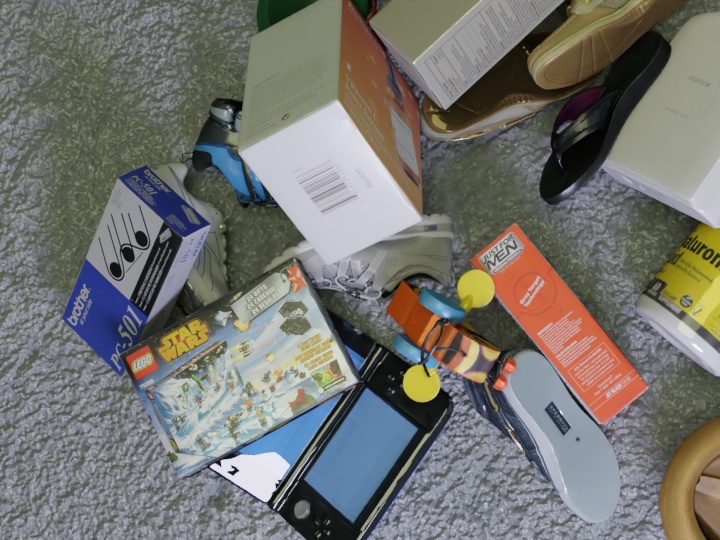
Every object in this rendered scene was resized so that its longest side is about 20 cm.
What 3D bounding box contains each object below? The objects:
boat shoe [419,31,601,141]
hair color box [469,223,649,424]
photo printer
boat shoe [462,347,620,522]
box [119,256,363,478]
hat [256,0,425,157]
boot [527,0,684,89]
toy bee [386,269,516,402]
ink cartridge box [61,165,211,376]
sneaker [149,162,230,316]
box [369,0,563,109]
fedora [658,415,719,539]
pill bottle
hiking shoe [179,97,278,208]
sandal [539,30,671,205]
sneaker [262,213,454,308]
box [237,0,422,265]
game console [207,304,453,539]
[{"bbox_3d":[0.146,-0.182,1.574,0.199,0.066,0.074,-19,82,-15],"label":"boat shoe"},{"bbox_3d":[0.191,0.054,1.530,0.061,0.102,0.200,-39,82,2],"label":"hair color box"},{"bbox_3d":[0.337,-0.154,1.506,0.200,0.069,0.166,-54,36,1],"label":"photo printer"},{"bbox_3d":[0.178,0.157,1.544,0.071,0.091,0.201,-39,109,-24],"label":"boat shoe"},{"bbox_3d":[-0.116,0.095,1.530,0.200,0.040,0.137,-28,81,6],"label":"box"},{"bbox_3d":[0.007,-0.258,1.615,0.176,0.166,0.200,24,96,-34],"label":"hat"},{"bbox_3d":[0.211,-0.281,1.549,0.200,0.073,0.156,-38,65,-7],"label":"boot"},{"bbox_3d":[0.086,0.075,1.475,0.108,0.200,0.131,28,119,-14],"label":"toy bee"},{"bbox_3d":[-0.224,0.003,1.558,0.094,0.044,0.200,42,130,15],"label":"ink cartridge box"},{"bbox_3d":[-0.166,-0.022,1.599,0.087,0.074,0.200,-32,95,-25],"label":"sneaker"},{"bbox_3d":[0.116,-0.258,1.486,0.200,0.095,0.078,-42,57,0],"label":"box"},{"bbox_3d":[0.380,0.224,1.500,0.200,0.082,0.201,0,87,2],"label":"fedora"},{"bbox_3d":[0.365,-0.007,1.508,0.111,0.111,0.200,40,90,9],"label":"pill bottle"},{"bbox_3d":[-0.082,-0.093,1.603,0.200,0.074,0.087,36,107,14],"label":"hiking shoe"},{"bbox_3d":[0.226,-0.155,1.541,0.048,0.075,0.201,36,83,-25],"label":"sandal"},{"bbox_3d":[0.000,0.000,1.573,0.199,0.075,0.082,-13,83,6],"label":"sneaker"},{"bbox_3d":[-0.024,-0.135,1.461,0.106,0.200,0.152,-25,125,20],"label":"box"},{"bbox_3d":[-0.040,0.153,1.538,0.171,0.118,0.200,35,91,44],"label":"game console"}]
